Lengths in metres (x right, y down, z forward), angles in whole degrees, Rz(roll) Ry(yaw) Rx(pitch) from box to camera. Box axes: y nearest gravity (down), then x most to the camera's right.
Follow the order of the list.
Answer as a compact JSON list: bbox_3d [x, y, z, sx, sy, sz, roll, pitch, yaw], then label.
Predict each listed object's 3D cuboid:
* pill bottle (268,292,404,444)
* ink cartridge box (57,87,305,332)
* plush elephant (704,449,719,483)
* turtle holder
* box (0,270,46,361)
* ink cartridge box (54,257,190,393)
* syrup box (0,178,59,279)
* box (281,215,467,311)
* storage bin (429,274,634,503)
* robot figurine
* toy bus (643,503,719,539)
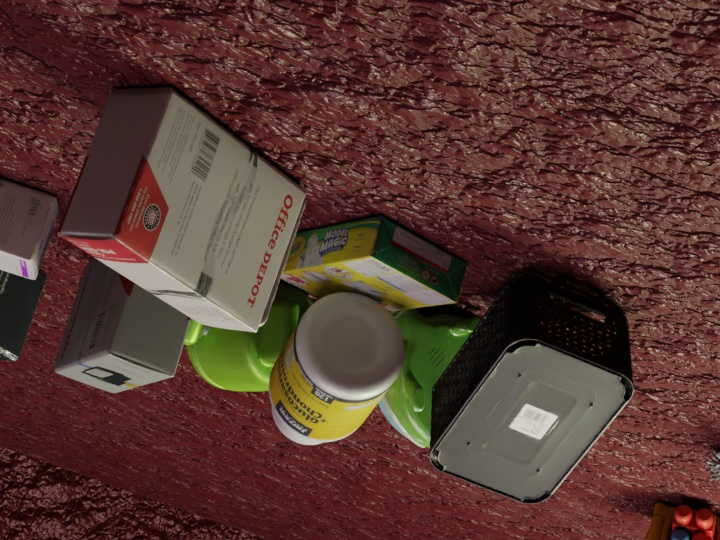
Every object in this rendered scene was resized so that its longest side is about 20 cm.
[{"bbox_3d":[-0.032,0.109,1.811,0.111,0.113,0.200,19,152,-7],"label":"pill bottle"},{"bbox_3d":[-0.155,-0.051,1.586,0.082,0.148,0.200,3,157,40],"label":"ink cartridge box"},{"bbox_3d":[0.472,0.296,2.012,0.198,0.156,0.165,11,161,19],"label":"plush elephant"},{"bbox_3d":[0.064,0.111,1.877,0.184,0.142,0.131,25,168,-29],"label":"turtle holder"},{"bbox_3d":[-0.533,0.015,2.185,0.199,0.125,0.196,4,157,35],"label":"box"},{"bbox_3d":[-0.258,0.049,1.988,0.082,0.147,0.200,22,163,-22],"label":"ink cartridge box"},{"bbox_3d":[-0.433,-0.064,1.926,0.198,0.079,0.081,18,162,-3],"label":"syrup box"},{"bbox_3d":[0.000,0.000,1.761,0.117,0.049,0.199,28,157,-31],"label":"box"},{"bbox_3d":[0.164,0.119,1.728,0.134,0.094,0.201,22,129,-14],"label":"storage bin"},{"bbox_3d":[-0.118,0.076,1.984,0.174,0.117,0.199,15,167,-35],"label":"robot figurine"},{"bbox_3d":[0.468,0.384,2.364,0.198,0.137,0.193,11,146,13],"label":"toy bus"}]
